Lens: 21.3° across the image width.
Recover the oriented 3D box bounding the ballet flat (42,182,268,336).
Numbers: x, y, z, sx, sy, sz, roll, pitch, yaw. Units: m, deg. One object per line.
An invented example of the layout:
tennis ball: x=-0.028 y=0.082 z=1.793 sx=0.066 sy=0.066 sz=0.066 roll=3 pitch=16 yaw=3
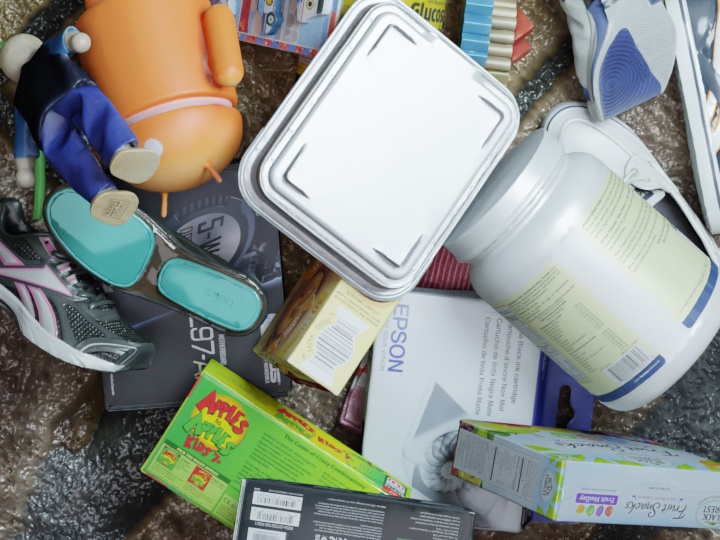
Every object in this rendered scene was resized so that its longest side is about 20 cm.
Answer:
ballet flat: x=-0.166 y=-0.006 z=1.539 sx=0.199 sy=0.068 sz=0.068 roll=32 pitch=95 yaw=-5

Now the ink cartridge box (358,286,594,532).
ink cartridge box: x=0.101 y=0.118 z=1.606 sx=0.199 sy=0.041 sz=0.201 roll=4 pitch=99 yaw=-4

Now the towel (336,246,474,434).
towel: x=0.081 y=0.066 z=1.628 sx=0.143 sy=0.023 sz=0.201 roll=21 pitch=98 yaw=-6

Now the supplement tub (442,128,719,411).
supplement tub: x=0.178 y=-0.002 z=1.515 sx=0.200 sy=0.145 sz=0.145 roll=41 pitch=96 yaw=-8

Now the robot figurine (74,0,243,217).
robot figurine: x=-0.159 y=-0.150 z=1.520 sx=0.143 sy=0.117 sz=0.201 roll=-16 pitch=79 yaw=0

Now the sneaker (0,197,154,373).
sneaker: x=-0.247 y=0.009 z=1.550 sx=0.199 sy=0.080 sz=0.087 roll=31 pitch=103 yaw=15

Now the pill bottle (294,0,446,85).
pill bottle: x=0.015 y=-0.227 z=1.531 sx=0.111 sy=0.112 sz=0.201 roll=9 pitch=100 yaw=-3

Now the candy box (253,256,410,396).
candy box: x=0.000 y=0.000 z=1.542 sx=0.055 sy=0.115 sz=0.201 roll=36 pitch=82 yaw=-16

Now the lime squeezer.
lime squeezer: x=-0.290 y=-0.142 z=1.574 sx=0.070 sy=0.038 sz=0.201 roll=-28 pitch=100 yaw=3

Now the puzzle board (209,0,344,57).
puzzle board: x=-0.061 y=-0.278 z=1.516 sx=0.017 sy=0.150 sz=0.201 roll=-1 pitch=103 yaw=-45

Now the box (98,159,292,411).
box: x=-0.143 y=0.011 z=1.600 sx=0.159 sy=0.044 sz=0.201 roll=-4 pitch=99 yaw=-1

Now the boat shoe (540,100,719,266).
boat shoe: x=0.228 y=-0.059 z=1.588 sx=0.072 sy=0.066 sz=0.200 roll=-38 pitch=99 yaw=5

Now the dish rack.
dish rack: x=0.022 y=-0.095 z=1.462 sx=0.171 sy=0.044 sz=0.200 roll=37 pitch=81 yaw=-15

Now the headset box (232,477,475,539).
headset box: x=-0.003 y=0.214 z=1.456 sx=0.173 sy=0.200 sz=0.093 roll=8 pitch=84 yaw=3

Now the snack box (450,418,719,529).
snack box: x=0.194 y=0.166 z=1.546 sx=0.199 sy=0.142 sz=0.053 roll=7 pitch=96 yaw=-33

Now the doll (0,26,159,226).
doll: x=-0.232 y=-0.119 z=1.483 sx=0.048 sy=0.200 sz=0.137 roll=4 pitch=126 yaw=-44

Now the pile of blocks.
pile of blocks: x=0.109 y=-0.171 z=1.559 sx=0.062 sy=0.082 sz=0.201 roll=6 pitch=99 yaw=-2

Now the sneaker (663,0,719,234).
sneaker: x=0.303 y=-0.133 z=1.573 sx=0.079 sy=0.078 sz=0.201 roll=-10 pitch=98 yaw=6

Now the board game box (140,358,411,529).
board game box: x=-0.069 y=0.172 z=1.574 sx=0.199 sy=0.048 sz=0.102 roll=33 pitch=101 yaw=-1

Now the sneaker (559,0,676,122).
sneaker: x=0.189 y=-0.233 z=1.549 sx=0.080 sy=0.115 sz=0.200 roll=-22 pitch=124 yaw=-10
